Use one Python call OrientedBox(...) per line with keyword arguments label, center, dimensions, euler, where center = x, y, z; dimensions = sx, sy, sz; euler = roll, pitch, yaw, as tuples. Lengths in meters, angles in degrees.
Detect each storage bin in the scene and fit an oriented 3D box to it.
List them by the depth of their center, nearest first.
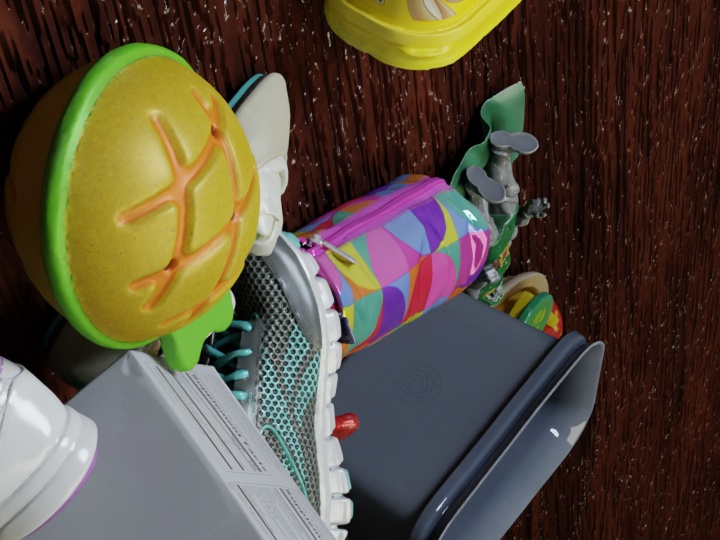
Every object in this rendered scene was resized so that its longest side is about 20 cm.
OrientedBox(label="storage bin", center=(0.047, 0.108, 1.870), dimensions=(0.200, 0.134, 0.146), euler=(-48, 159, -27))

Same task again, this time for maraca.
OrientedBox(label="maraca", center=(-0.094, -0.027, 1.312), dimensions=(0.200, 0.107, 0.137), euler=(41, 65, -63))

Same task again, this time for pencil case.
OrientedBox(label="pencil case", center=(0.000, 0.000, 1.662), dimensions=(0.200, 0.088, 0.088), euler=(-28, 145, -59))

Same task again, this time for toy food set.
OrientedBox(label="toy food set", center=(0.085, 0.091, 2.078), dimensions=(0.200, 0.049, 0.198), euler=(-58, 162, -1))

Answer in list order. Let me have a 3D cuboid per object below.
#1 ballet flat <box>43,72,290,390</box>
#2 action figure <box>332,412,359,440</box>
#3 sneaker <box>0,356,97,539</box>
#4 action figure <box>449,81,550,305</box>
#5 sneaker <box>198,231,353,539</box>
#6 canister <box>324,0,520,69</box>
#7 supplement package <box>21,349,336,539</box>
OrientedBox(label="ballet flat", center=(-0.080, -0.012, 1.458), dimensions=(0.200, 0.069, 0.069), euler=(-53, 161, -18))
OrientedBox(label="action figure", center=(-0.087, 0.088, 1.595), dimensions=(0.052, 0.065, 0.200), euler=(-20, 173, 39))
OrientedBox(label="sneaker", center=(-0.219, 0.113, 1.311), dimensions=(0.200, 0.100, 0.075), euler=(-42, -156, 3))
OrientedBox(label="action figure", center=(0.084, -0.027, 1.890), dimensions=(0.118, 0.055, 0.200), euler=(-55, 166, -20))
OrientedBox(label="sneaker", center=(-0.059, 0.069, 1.527), dimensions=(0.091, 0.078, 0.200), euler=(-19, 101, -51))
OrientedBox(label="canister", center=(0.052, -0.219, 1.440), dimensions=(0.149, 0.087, 0.200), euler=(-45, 156, -36))
OrientedBox(label="supplement package", center=(-0.122, 0.161, 1.386), dimensions=(0.200, 0.156, 0.111), euler=(-39, 163, 10))
